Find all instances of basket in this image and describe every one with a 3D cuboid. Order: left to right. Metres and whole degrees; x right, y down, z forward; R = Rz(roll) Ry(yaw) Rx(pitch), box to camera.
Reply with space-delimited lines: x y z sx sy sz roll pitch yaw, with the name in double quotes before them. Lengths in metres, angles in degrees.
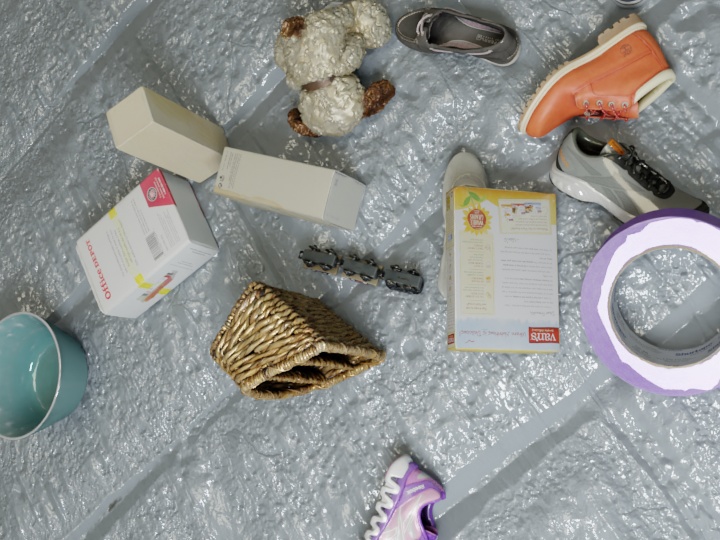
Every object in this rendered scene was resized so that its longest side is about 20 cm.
"basket" -0.085 0.122 1.084 0.148 0.199 0.144 36 97 26

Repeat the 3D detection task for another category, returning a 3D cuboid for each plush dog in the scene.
"plush dog" -0.047 -0.282 1.177 0.196 0.160 0.175 -14 102 25

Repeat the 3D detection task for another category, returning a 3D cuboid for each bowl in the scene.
"bowl" -0.533 0.176 1.352 0.197 0.105 0.206 -5 79 25

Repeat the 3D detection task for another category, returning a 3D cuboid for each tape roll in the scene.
"tape roll" 0.353 0.035 0.920 0.196 0.065 0.205 6 103 24

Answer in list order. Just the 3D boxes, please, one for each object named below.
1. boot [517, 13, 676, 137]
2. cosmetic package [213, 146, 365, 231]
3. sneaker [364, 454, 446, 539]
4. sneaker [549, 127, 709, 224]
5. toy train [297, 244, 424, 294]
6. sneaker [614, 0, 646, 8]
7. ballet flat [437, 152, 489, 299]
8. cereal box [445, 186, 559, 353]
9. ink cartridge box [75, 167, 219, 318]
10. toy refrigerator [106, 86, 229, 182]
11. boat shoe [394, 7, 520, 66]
"boot" 0.295 -0.218 1.024 0.199 0.075 0.108 -37 73 15
"cosmetic package" -0.104 -0.119 1.188 0.197 0.103 0.075 16 90 29
"sneaker" 0.053 0.348 1.052 0.087 0.080 0.204 20 90 20
"sneaker" 0.321 -0.108 0.976 0.198 0.074 0.081 29 133 26
"toy train" 0.000 0.000 1.150 0.196 0.046 0.035 14 76 25
"sneaker" 0.376 -0.435 1.015 0.078 0.079 0.203 28 93 28
"ballet flat" 0.140 -0.060 1.074 0.068 0.069 0.205 4 84 26
"cereal box" 0.178 0.001 1.021 0.141 0.039 0.205 4 81 -14
"ink cartridge box" -0.344 -0.040 1.305 0.199 0.083 0.147 -36 68 17
"toy refrigerator" -0.286 -0.205 1.237 0.075 0.199 0.071 -29 70 19
"boat shoe" 0.129 -0.334 1.132 0.197 0.057 0.068 21 91 27
